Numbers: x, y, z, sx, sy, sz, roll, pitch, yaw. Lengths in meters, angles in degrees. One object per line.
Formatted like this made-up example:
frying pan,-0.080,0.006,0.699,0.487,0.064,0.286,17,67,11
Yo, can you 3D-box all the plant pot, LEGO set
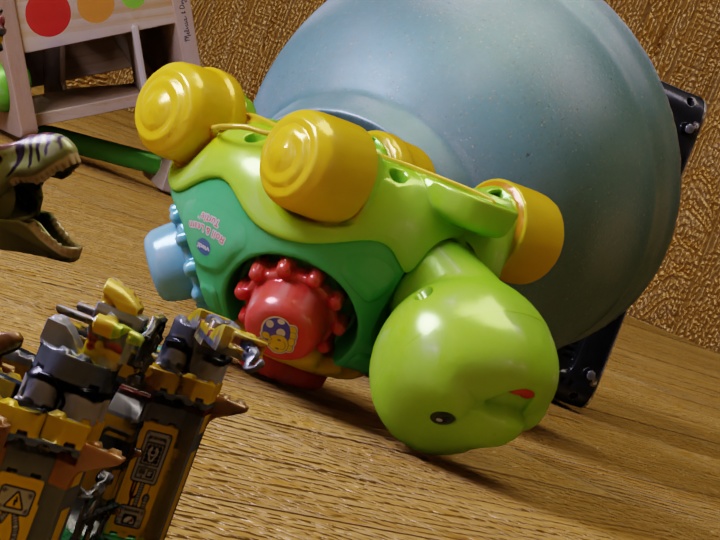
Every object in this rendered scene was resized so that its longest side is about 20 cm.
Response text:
plant pot,0.024,-0.035,1.283,0.200,0.201,0.134,22,30,24
LEGO set,-0.087,-0.014,0.559,0.154,0.116,0.200,22,3,13

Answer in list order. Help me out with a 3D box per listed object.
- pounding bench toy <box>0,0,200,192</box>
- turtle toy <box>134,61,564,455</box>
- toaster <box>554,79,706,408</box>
pounding bench toy,-0.205,-0.138,2.062,0.156,0.200,0.124,-14,13,-19
turtle toy,0.000,0.000,1.067,0.146,0.101,0.200,18,5,-44
toaster,0.057,-0.043,1.529,0.200,0.181,0.119,21,0,-15
